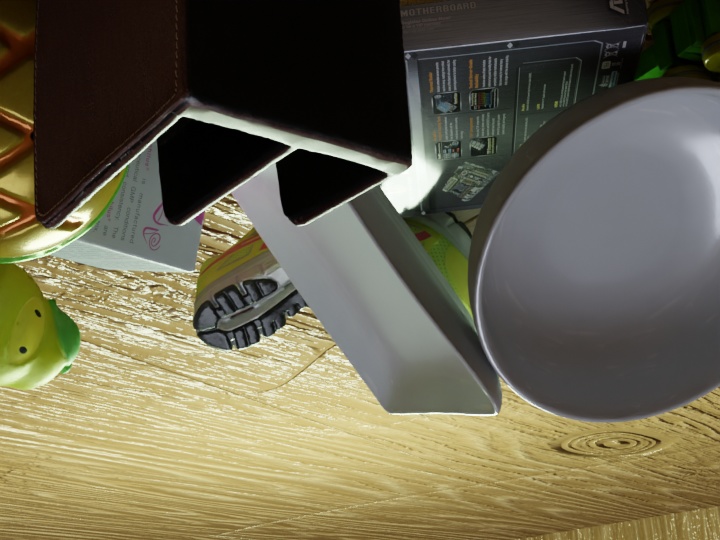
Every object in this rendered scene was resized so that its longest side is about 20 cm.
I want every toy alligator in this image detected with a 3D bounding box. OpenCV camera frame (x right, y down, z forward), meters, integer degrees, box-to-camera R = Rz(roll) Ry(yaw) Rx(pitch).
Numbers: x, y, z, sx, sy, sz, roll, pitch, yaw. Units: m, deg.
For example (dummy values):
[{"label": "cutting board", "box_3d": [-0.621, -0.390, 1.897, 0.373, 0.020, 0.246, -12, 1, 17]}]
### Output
[{"label": "toy alligator", "box_3d": [0.198, -0.128, 0.732, 0.054, 0.059, 0.200, 6, 158, -23]}]

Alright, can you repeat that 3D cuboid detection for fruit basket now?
[{"label": "fruit basket", "box_3d": [-0.298, 0.023, 0.839, 0.215, 0.216, 0.156, -1, 159, -8]}]

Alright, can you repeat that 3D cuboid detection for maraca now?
[{"label": "maraca", "box_3d": [-0.175, -0.099, 0.593, 0.137, 0.200, 0.107, -13, -155, -32]}]

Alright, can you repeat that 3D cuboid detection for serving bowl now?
[{"label": "serving bowl", "box_3d": [0.147, -0.017, 0.658, 0.200, 0.066, 0.200, -7, 121, -12]}]

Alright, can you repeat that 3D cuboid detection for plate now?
[{"label": "plate", "box_3d": [0.000, 0.000, 0.731, 0.032, 0.200, 0.200, -37, -175, -16]}]

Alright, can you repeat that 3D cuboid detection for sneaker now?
[{"label": "sneaker", "box_3d": [-0.046, -0.017, 0.958, 0.200, 0.090, 0.078, -23, 125, -1]}, {"label": "sneaker", "box_3d": [0.015, -0.006, 0.832, 0.200, 0.090, 0.078, 32, 161, 38]}]

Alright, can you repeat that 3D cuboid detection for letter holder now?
[{"label": "letter holder", "box_3d": [-0.066, -0.119, 0.510, 0.101, 0.200, 0.142, 12, 155, -36]}]

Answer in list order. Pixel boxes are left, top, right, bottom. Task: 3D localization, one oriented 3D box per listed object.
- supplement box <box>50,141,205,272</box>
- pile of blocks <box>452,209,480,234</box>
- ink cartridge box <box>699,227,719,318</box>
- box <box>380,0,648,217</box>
[{"label": "supplement box", "box_3d": [-0.197, -0.068, 0.731, 0.103, 0.101, 0.200, 0, 167, 46]}, {"label": "pile of blocks", "box_3d": [0.124, -0.085, 0.858, 0.200, 0.082, 0.062, -22, 111, 19]}, {"label": "ink cartridge box", "box_3d": [0.290, -0.049, 0.764, 0.145, 0.145, 0.200, -21, 173, 40]}, {"label": "box", "box_3d": [0.068, -0.095, 0.678, 0.158, 0.048, 0.200, -6, 158, 4]}]
